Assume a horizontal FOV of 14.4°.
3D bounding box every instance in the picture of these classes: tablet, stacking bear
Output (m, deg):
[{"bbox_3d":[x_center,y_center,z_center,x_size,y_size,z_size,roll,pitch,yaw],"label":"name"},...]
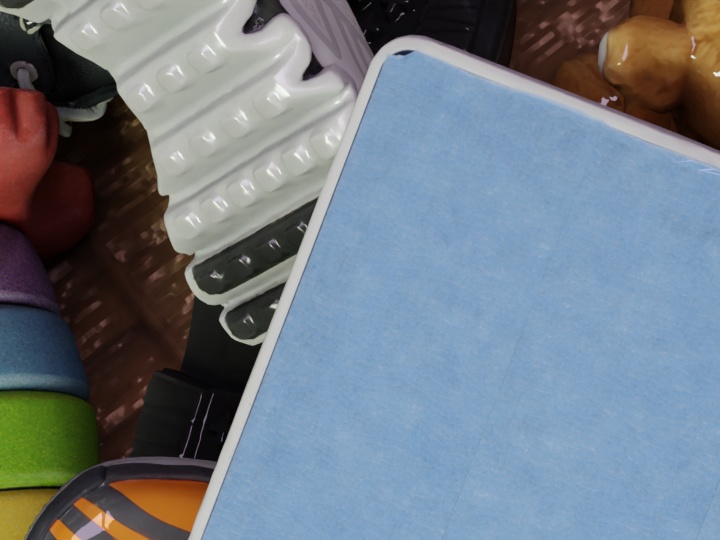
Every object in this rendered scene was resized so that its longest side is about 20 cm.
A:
[{"bbox_3d":[0.027,0.061,0.626,0.130,0.014,0.201,22,94,18],"label":"tablet"},{"bbox_3d":[-0.112,0.071,0.742,0.113,0.121,0.201,-12,77,0],"label":"stacking bear"}]

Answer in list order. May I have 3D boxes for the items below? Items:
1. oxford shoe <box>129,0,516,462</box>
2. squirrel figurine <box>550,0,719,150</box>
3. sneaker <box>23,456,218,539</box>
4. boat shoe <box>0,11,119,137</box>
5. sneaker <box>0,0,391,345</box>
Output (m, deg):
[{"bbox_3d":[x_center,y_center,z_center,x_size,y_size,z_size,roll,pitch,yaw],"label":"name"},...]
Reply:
[{"bbox_3d":[0.000,0.000,0.775,0.072,0.084,0.201,17,84,36],"label":"oxford shoe"},{"bbox_3d":[0.108,-0.006,0.715,0.141,0.187,0.201,10,72,5],"label":"squirrel figurine"},{"bbox_3d":[0.010,0.119,0.674,0.200,0.112,0.078,35,92,-18],"label":"sneaker"},{"bbox_3d":[-0.097,-0.064,0.782,0.199,0.076,0.061,8,74,38],"label":"boat shoe"},{"bbox_3d":[-0.023,-0.053,0.684,0.200,0.075,0.081,55,38,-19],"label":"sneaker"}]
